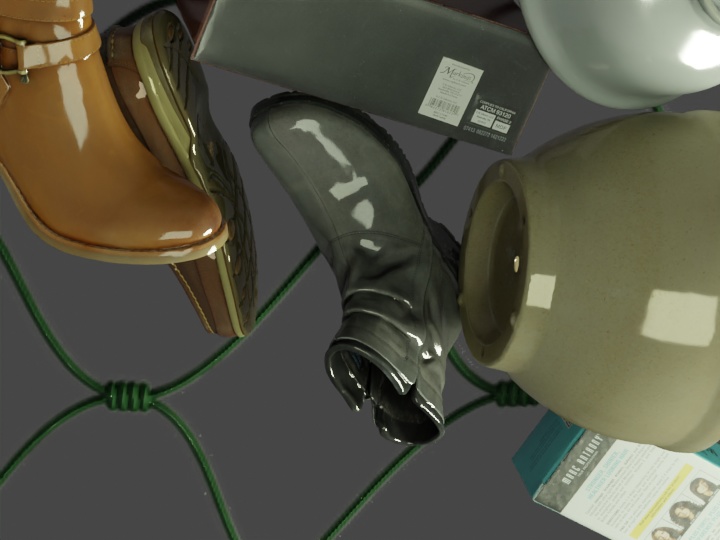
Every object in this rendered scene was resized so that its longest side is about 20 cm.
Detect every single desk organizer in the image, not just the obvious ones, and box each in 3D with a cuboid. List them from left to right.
[{"bbox_3d":[0.002,-0.137,1.102,0.198,0.077,0.072,15,113,-23],"label":"desk organizer"}]

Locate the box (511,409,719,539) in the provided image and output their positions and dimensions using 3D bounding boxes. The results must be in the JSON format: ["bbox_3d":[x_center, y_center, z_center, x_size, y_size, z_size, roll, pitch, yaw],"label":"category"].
[{"bbox_3d":[0.204,0.148,1.327,0.199,0.049,0.083,29,106,-27],"label":"box"}]

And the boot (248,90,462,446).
[{"bbox_3d":[0.000,0.000,1.135,0.069,0.132,0.200,-23,126,35],"label":"boot"}]

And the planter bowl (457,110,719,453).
[{"bbox_3d":[0.136,0.002,1.145,0.133,0.201,0.202,4,116,-16],"label":"planter bowl"}]

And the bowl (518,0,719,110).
[{"bbox_3d":[0.186,-0.184,1.080,0.200,0.090,0.203,-10,108,-36],"label":"bowl"}]

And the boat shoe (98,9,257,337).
[{"bbox_3d":[-0.109,-0.050,1.127,0.067,0.072,0.202,-11,118,13],"label":"boat shoe"}]

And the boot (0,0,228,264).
[{"bbox_3d":[-0.149,-0.101,1.036,0.077,0.199,0.157,-31,141,-50],"label":"boot"}]
